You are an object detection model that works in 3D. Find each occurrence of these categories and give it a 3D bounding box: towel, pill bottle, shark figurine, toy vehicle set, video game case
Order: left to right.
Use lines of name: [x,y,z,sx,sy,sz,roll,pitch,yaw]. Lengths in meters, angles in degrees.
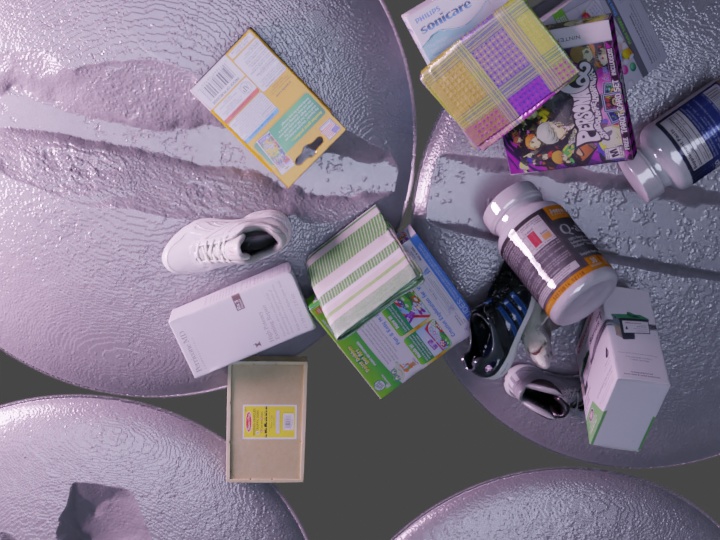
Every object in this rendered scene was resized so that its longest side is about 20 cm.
toy vehicle set: [-0.146,0.233,1.813,0.123,0.027,0.202,2,103,-5]
towel: [0.000,0.000,1.686,0.152,0.200,0.023,-36,128,5]
towel: [0.186,-0.267,1.590,0.200,0.023,0.144,-36,96,36]
pill bottle: [0.272,-0.028,1.695,0.116,0.116,0.201,-38,64,5]
shark figurine: [0.302,0.049,1.793,0.089,0.128,0.216,33,81,-36]
video game case: [0.274,-0.238,1.601,0.180,0.036,0.202,-4,114,25]
pill bottle: [0.485,-0.190,1.717,0.199,0.111,0.111,-35,104,4]

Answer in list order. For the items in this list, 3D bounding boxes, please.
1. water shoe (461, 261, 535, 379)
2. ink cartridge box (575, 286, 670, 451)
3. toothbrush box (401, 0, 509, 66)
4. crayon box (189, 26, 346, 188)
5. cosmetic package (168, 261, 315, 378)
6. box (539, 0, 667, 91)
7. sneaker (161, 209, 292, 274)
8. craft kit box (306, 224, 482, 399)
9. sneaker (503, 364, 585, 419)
water shoe: [0.209,0.063,1.747,0.079,0.071,0.202,20,81,-42]
ink cartridge box: [0.385,0.142,1.727,0.083,0.201,0.147,7,130,-5]
toothbrush box: [0.169,-0.315,1.675,0.146,0.085,0.201,-30,105,4]
crayon box: [-0.133,-0.236,1.688,0.126,0.052,0.200,-44,102,6]
cosmetic package: [-0.178,0.074,1.750,0.199,0.074,0.102,-24,104,0]
box: [0.335,-0.321,1.666,0.200,0.041,0.157,-37,105,-23]
sneaker: [-0.198,-0.039,1.705,0.198,0.099,0.079,-17,104,0]
craft kit box: [0.053,0.065,1.760,0.197,0.049,0.200,-36,116,2]
sneaker: [0.325,0.205,1.798,0.198,0.116,0.076,9,103,-6]
